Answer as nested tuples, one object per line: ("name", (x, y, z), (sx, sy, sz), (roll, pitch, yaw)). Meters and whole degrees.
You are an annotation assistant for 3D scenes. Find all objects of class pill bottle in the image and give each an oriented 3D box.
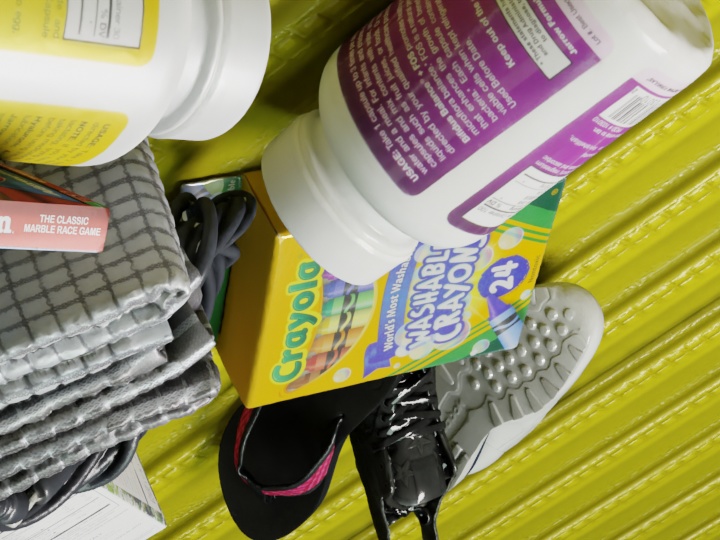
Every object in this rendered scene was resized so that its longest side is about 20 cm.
("pill bottle", (0.052, -0.081, 0.998), (0.199, 0.113, 0.112), (-36, 151, 25))
("pill bottle", (-0.133, -0.096, 0.814), (0.199, 0.112, 0.111), (4, 143, -43))

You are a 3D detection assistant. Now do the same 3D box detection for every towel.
("towel", (-0.166, 0.017, 0.928), (0.198, 0.166, 0.086), (-24, 133, -4))

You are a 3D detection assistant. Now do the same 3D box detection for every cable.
("cable", (-0.110, 0.046, 1.039), (0.200, 0.051, 0.163), (-52, 166, -13))

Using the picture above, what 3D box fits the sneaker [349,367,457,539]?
("sneaker", (0.029, 0.092, 1.313), (0.059, 0.105, 0.200), (-14, 153, -18))

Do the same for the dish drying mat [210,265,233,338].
("dish drying mat", (-0.062, 0.011, 1.176), (0.198, 0.018, 0.077), (-13, 142, -22))

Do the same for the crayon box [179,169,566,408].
("crayon box", (0.000, 0.000, 1.146), (0.198, 0.052, 0.126), (-11, 137, -23))

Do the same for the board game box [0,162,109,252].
("board game box", (-0.190, -0.040, 0.816), (0.102, 0.199, 0.020), (1, 104, -41))

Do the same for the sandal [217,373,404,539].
("sandal", (-0.040, 0.094, 1.288), (0.045, 0.075, 0.200), (-40, 169, -47))

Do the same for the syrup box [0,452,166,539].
("syrup box", (-0.186, 0.101, 1.176), (0.081, 0.079, 0.200), (-30, 154, 7))

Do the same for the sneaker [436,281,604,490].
("sneaker", (0.098, 0.062, 1.371), (0.080, 0.077, 0.200), (-18, 161, -38))
